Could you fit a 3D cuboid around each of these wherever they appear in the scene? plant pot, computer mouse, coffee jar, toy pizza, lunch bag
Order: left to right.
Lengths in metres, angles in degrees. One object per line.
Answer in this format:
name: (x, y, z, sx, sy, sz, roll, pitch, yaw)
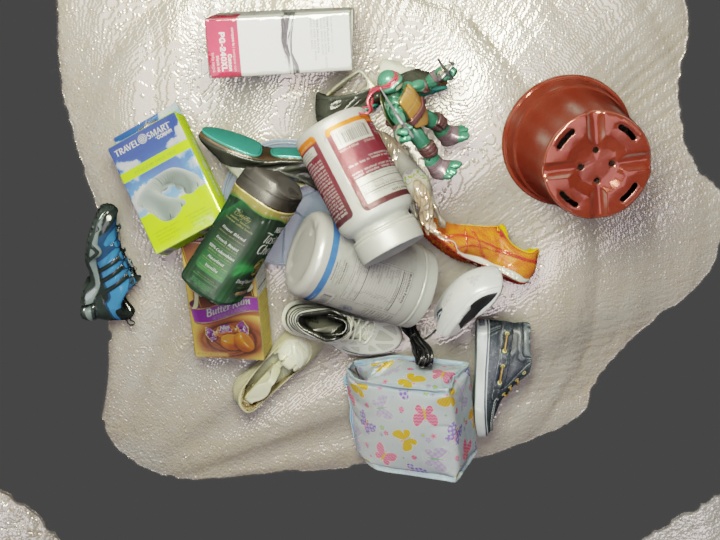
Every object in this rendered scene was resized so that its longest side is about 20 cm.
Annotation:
coffee jar: (-0.165, -0.052, 1.347, 0.085, 0.104, 0.200, 35, 102, 13)
toy pizza: (-0.114, -0.104, 1.462, 0.199, 0.032, 0.201, 0, 106, 0)
lunch bag: (0.076, 0.228, 1.520, 0.199, 0.127, 0.170, 1, 111, 26)
computer mouse: (0.135, 0.058, 1.454, 0.044, 0.110, 0.200, 25, 123, -32)
plant pot: (0.315, -0.168, 1.358, 0.200, 0.195, 0.202, 0, 108, 0)

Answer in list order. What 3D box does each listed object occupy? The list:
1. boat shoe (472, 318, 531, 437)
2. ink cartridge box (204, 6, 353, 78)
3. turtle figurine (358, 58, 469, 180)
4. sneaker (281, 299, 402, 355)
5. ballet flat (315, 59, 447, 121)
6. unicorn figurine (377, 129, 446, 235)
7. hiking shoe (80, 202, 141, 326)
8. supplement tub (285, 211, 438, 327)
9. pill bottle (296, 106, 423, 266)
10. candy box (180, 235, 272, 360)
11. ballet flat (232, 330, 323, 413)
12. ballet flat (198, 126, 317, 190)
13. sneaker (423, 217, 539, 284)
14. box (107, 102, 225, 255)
boat shoe: (0.229, 0.177, 1.532, 0.091, 0.071, 0.201, 1, 106, 4)
ink cartridge box: (-0.107, -0.322, 1.333, 0.199, 0.145, 0.084, -2, 107, 0)
turtle figurine: (0.080, -0.223, 1.316, 0.200, 0.101, 0.150, 46, 68, -43)
sneaker: (-0.017, 0.098, 1.467, 0.200, 0.115, 0.076, 12, 92, -18)
ballet flat: (0.025, -0.266, 1.388, 0.199, 0.068, 0.069, -19, 93, 5)
unicorn figurine: (0.066, -0.136, 1.411, 0.074, 0.200, 0.138, -37, 124, -12)
hiking shoe: (-0.382, -0.012, 1.477, 0.086, 0.074, 0.201, 7, 117, -11)
supplement tub: (0.000, 0.000, 1.422, 0.199, 0.132, 0.132, 17, 108, -24)
pill bottle: (0.002, -0.115, 1.326, 0.114, 0.114, 0.200, -27, 84, 8)
candy box: (-0.206, 0.039, 1.475, 0.116, 0.056, 0.201, 2, 113, 11)
ballet flat: (-0.128, 0.155, 1.527, 0.069, 0.069, 0.200, 43, 102, -13)
ballet flat: (-0.144, -0.156, 1.398, 0.199, 0.068, 0.069, 12, 116, -4)
sneaker: (0.181, -0.045, 1.474, 0.199, 0.073, 0.077, 22, 86, -12)
box: (-0.286, -0.138, 1.406, 0.122, 0.048, 0.200, -27, 84, 8)
